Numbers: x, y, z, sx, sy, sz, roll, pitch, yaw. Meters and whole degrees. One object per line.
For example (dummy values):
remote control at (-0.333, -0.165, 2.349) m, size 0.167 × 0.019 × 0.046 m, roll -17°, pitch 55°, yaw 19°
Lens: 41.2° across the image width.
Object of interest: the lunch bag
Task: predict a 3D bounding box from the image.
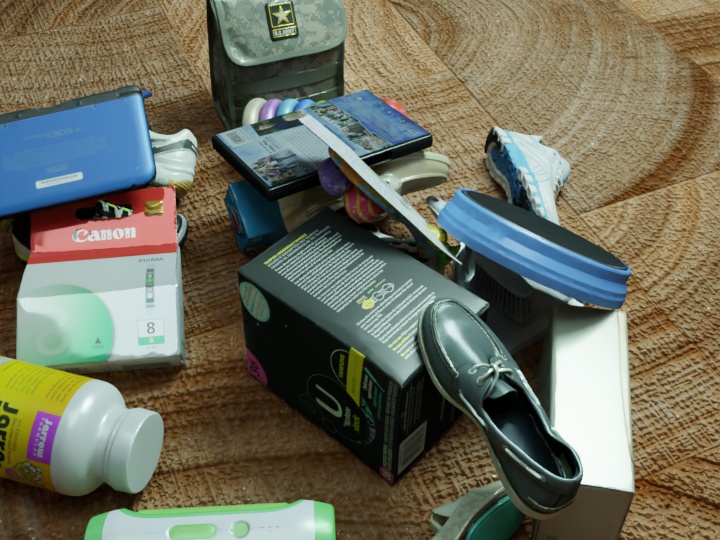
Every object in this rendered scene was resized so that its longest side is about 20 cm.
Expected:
lunch bag at (-0.107, -0.286, 1.218) m, size 0.163 × 0.201 × 0.118 m, roll -15°, pitch 47°, yaw -16°

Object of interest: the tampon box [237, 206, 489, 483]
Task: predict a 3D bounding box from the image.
tampon box at (-0.002, 0.066, 0.906) m, size 0.200 × 0.150 × 0.126 m, roll 32°, pitch 52°, yaw 28°

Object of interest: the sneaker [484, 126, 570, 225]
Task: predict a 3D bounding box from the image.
sneaker at (0.214, -0.105, 1.134) m, size 0.086 × 0.075 × 0.201 m, roll -2°, pitch 45°, yaw -11°

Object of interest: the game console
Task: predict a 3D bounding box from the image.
game console at (-0.327, -0.133, 1.071) m, size 0.199 × 0.118 × 0.171 m, roll -13°, pitch 72°, yaw -3°

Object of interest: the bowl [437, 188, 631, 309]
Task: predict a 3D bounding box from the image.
bowl at (0.174, -0.026, 0.946) m, size 0.200 × 0.040 × 0.201 m, roll 24°, pitch 13°, yaw -6°

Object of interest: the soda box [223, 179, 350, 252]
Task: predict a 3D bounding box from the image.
soda box at (-0.051, -0.087, 1.101) m, size 0.199 × 0.064 × 0.068 m, roll -18°, pitch 82°, yaw -18°

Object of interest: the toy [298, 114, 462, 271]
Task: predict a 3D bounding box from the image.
toy at (0.009, -0.068, 0.928) m, size 0.200 × 0.047 × 0.115 m, roll 39°, pitch 9°, yaw -6°

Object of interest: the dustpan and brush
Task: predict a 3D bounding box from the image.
dustpan and brush at (0.134, -0.009, 1.042) m, size 0.139 × 0.057 × 0.200 m, roll -27°, pitch 52°, yaw -25°

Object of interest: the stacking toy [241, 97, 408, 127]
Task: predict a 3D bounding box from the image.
stacking toy at (-0.038, -0.175, 1.159) m, size 0.199 × 0.086 × 0.086 m, roll -3°, pitch 44°, yaw 17°

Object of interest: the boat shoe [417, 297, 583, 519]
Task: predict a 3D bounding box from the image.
boat shoe at (0.113, 0.097, 0.765) m, size 0.073 × 0.062 × 0.201 m, roll -18°, pitch 65°, yaw -23°

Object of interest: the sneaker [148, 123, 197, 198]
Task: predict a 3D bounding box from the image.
sneaker at (-0.291, -0.150, 1.153) m, size 0.199 × 0.076 × 0.088 m, roll 13°, pitch 79°, yaw 1°

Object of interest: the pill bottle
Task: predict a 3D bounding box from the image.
pill bottle at (-0.284, 0.141, 0.863) m, size 0.199 × 0.105 × 0.104 m, roll 11°, pitch 46°, yaw 11°

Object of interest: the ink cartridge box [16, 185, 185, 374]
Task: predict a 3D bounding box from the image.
ink cartridge box at (-0.266, 0.004, 0.985) m, size 0.160 × 0.050 × 0.201 m, roll -5°, pitch 74°, yaw -4°

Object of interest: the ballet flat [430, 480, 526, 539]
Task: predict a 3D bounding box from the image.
ballet flat at (0.068, 0.232, 0.805) m, size 0.062 × 0.068 × 0.200 m, roll 26°, pitch 50°, yaw 36°

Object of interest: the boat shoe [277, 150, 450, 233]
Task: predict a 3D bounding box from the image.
boat shoe at (0.008, -0.082, 1.039) m, size 0.199 × 0.072 × 0.065 m, roll -11°, pitch 74°, yaw -18°

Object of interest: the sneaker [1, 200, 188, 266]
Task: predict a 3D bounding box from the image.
sneaker at (-0.292, -0.046, 1.062) m, size 0.199 × 0.083 × 0.072 m, roll -8°, pitch 46°, yaw -8°

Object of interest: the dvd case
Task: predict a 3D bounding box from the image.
dvd case at (-0.042, -0.139, 1.032) m, size 0.199 × 0.018 × 0.143 m, roll -21°, pitch 40°, yaw -23°

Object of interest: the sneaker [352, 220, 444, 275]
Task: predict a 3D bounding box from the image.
sneaker at (0.000, 0.000, 1.029) m, size 0.199 × 0.084 × 0.080 m, roll 20°, pitch 27°, yaw 38°

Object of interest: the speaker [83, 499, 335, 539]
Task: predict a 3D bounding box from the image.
speaker at (-0.120, 0.234, 0.785) m, size 0.199 × 0.089 × 0.089 m, roll -2°, pitch 45°, yaw -3°

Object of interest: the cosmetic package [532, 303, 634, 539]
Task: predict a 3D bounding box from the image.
cosmetic package at (0.200, 0.138, 0.870) m, size 0.073 × 0.104 × 0.201 m, roll 6°, pitch 47°, yaw 5°
